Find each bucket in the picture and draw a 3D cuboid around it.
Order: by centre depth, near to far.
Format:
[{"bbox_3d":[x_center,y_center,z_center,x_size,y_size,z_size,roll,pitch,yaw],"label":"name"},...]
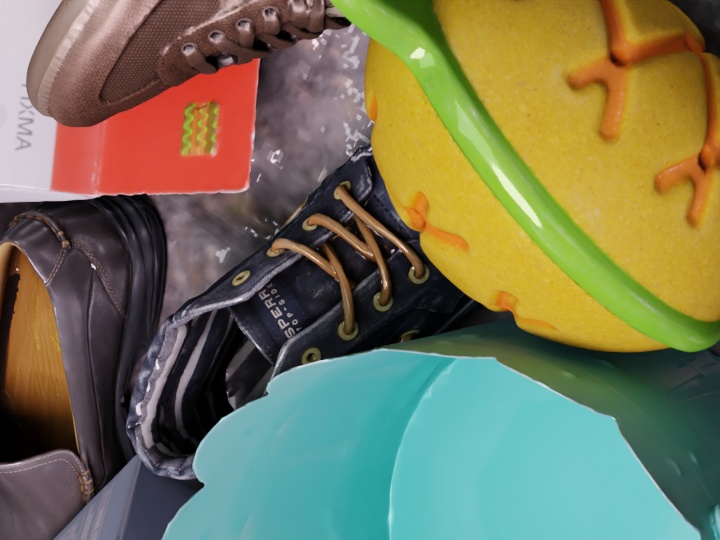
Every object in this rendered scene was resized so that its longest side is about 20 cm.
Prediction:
[{"bbox_3d":[0.051,0.110,0.789,0.207,0.135,0.207,6,101,31],"label":"bucket"}]

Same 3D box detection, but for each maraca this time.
[{"bbox_3d":[0.049,-0.055,0.733,0.107,0.137,0.200,-39,106,19],"label":"maraca"}]

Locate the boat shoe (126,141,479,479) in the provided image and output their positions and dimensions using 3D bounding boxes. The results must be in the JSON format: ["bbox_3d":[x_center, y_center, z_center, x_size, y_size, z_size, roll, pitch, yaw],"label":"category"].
[{"bbox_3d":[0.000,0.000,0.828,0.071,0.091,0.200,46,117,17],"label":"boat shoe"}]

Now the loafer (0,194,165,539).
[{"bbox_3d":[-0.127,0.067,0.925,0.073,0.072,0.200,10,104,28],"label":"loafer"}]

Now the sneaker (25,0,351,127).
[{"bbox_3d":[-0.026,-0.107,0.811,0.200,0.070,0.076,-43,81,8],"label":"sneaker"}]

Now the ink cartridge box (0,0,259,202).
[{"bbox_3d":[-0.130,-0.106,0.885,0.200,0.050,0.162,-1,80,32],"label":"ink cartridge box"}]

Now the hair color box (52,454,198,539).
[{"bbox_3d":[-0.109,0.171,0.911,0.099,0.061,0.200,36,118,-16],"label":"hair color box"}]
